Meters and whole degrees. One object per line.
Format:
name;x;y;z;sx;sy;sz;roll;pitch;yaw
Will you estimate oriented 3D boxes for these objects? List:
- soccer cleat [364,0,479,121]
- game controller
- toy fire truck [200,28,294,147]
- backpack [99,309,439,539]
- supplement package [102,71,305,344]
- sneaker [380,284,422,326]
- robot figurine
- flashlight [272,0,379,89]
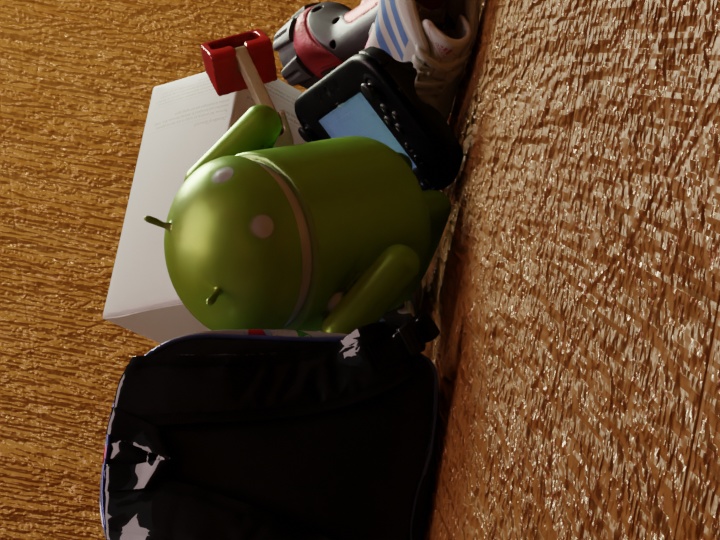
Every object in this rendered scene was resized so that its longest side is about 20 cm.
soccer cleat;0.042;-0.149;1.563;0.087;0.069;0.201;-122;27;-46
game controller;0.010;-0.091;1.548;0.105;0.042;0.200;61;164;-2
toy fire truck;-0.061;-0.076;1.664;0.200;0.048;0.142;-122;20;-56
backpack;-0.056;0.121;1.339;0.154;0.189;0.202;112;168;-72
supplement package;-0.105;-0.042;1.800;0.119;0.121;0.202;-10;61;46
sneaker;0.010;0.035;1.601;0.200;0.074;0.087;118;173;-58
robot figurine;-0.037;-0.020;1.428;0.176;0.199;0.116;48;131;31
flashlight;0.010;-0.192;1.693;0.068;0.068;0.200;-45;9;-35
